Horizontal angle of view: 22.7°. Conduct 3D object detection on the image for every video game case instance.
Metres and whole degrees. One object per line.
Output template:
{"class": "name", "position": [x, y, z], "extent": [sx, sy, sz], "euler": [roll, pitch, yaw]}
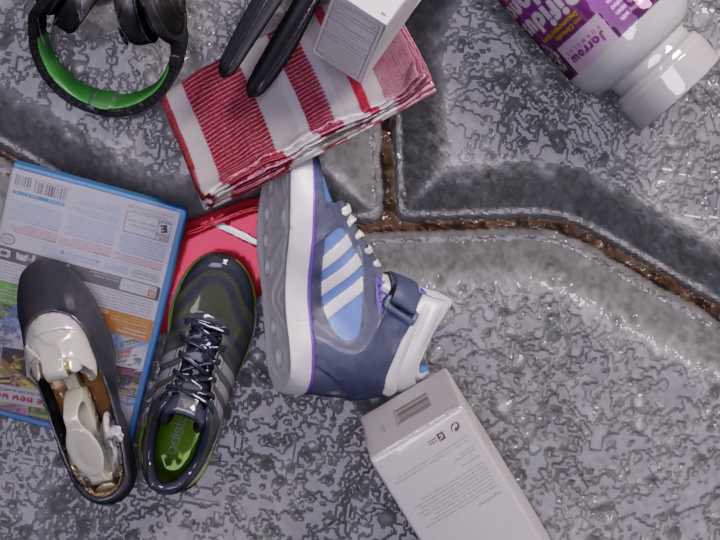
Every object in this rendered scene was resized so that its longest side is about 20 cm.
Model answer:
{"class": "video game case", "position": [-0.227, 0.029, 1.415], "extent": [0.142, 0.018, 0.202], "euler": [15, 101, -1]}

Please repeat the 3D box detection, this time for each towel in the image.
{"class": "towel", "position": [-0.053, -0.140, 1.377], "extent": [0.199, 0.023, 0.145], "euler": [-28, 47, 3]}

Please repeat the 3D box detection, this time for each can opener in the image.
{"class": "can opener", "position": [-0.046, -0.224, 1.378], "extent": [0.063, 0.079, 0.201], "euler": [38, 80, -4]}

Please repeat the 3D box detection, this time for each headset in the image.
{"class": "headset", "position": [-0.194, -0.206, 1.361], "extent": [0.122, 0.094, 0.201], "euler": [11, 121, 4]}

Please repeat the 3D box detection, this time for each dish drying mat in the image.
{"class": "dish drying mat", "position": [-0.146, 0.004, 1.430], "extent": [0.198, 0.018, 0.077], "euler": [-20, 93, 2]}

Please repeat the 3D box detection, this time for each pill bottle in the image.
{"class": "pill bottle", "position": [0.178, -0.208, 1.368], "extent": [0.112, 0.112, 0.200], "euler": [-42, 90, 2]}

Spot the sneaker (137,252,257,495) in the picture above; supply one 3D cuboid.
{"class": "sneaker", "position": [-0.126, 0.086, 1.395], "extent": [0.073, 0.081, 0.202], "euler": [12, 99, -6]}

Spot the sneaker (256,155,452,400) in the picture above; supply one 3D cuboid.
{"class": "sneaker", "position": [0.000, 0.000, 1.398], "extent": [0.145, 0.080, 0.202], "euler": [0, 87, -24]}

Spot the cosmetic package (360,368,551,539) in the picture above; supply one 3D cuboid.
{"class": "cosmetic package", "position": [0.087, 0.189, 1.370], "extent": [0.084, 0.108, 0.201], "euler": [-30, 102, 2]}

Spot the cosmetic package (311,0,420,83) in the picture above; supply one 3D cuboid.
{"class": "cosmetic package", "position": [0.038, -0.241, 1.340], "extent": [0.050, 0.083, 0.201], "euler": [33, 61, 1]}

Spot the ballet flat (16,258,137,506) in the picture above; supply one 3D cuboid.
{"class": "ballet flat", "position": [-0.220, 0.090, 1.383], "extent": [0.072, 0.073, 0.202], "euler": [-15, 100, 2]}
